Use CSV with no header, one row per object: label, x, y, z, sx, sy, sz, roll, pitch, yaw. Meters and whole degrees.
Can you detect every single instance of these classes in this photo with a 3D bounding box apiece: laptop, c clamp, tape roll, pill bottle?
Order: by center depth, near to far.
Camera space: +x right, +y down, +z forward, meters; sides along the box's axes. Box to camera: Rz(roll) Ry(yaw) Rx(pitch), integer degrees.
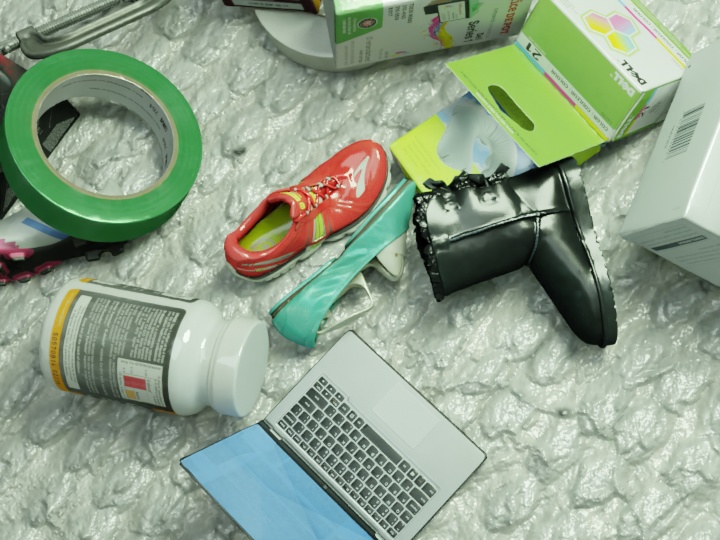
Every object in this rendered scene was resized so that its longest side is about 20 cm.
laptop,-0.021,0.174,1.063,0.187,0.116,0.200,42,84,18
pill bottle,-0.198,0.077,1.121,0.200,0.116,0.117,11,75,13
tape roll,-0.263,-0.129,1.178,0.200,0.048,0.201,11,62,-21
tape roll,-0.019,-0.313,1.251,0.202,0.037,0.203,-3,72,9
c clamp,-0.303,-0.276,1.258,0.200,0.027,0.171,-25,28,-10

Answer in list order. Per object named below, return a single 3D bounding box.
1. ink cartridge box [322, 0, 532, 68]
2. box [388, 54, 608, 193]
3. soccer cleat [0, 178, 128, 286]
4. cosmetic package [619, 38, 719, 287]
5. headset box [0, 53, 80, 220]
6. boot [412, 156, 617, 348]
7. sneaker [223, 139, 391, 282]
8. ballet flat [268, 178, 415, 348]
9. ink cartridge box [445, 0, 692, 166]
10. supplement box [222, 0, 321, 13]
ink cartridge box,0.065,-0.277,1.133,0.200,0.145,0.084,-11,79,-3
box,0.145,-0.129,1.163,0.200,0.048,0.122,-35,71,-1
soccer cleat,-0.336,-0.042,1.214,0.200,0.070,0.086,-12,61,1
cosmetic package,0.375,-0.082,1.034,0.200,0.123,0.200,26,78,-11
headset box,-0.434,-0.172,1.259,0.200,0.075,0.149,32,81,17
boot,0.143,-0.008,1.090,0.162,0.073,0.199,-14,85,-4
sneaker,-0.051,-0.061,1.155,0.200,0.085,0.077,-40,72,-4
ballet flat,0.000,0.000,1.144,0.070,0.067,0.200,45,88,3
ink cartridge box,0.206,-0.195,1.105,0.200,0.076,0.148,-23,66,-37
supplement box,-0.084,-0.383,1.219,0.110,0.086,0.200,8,75,12
